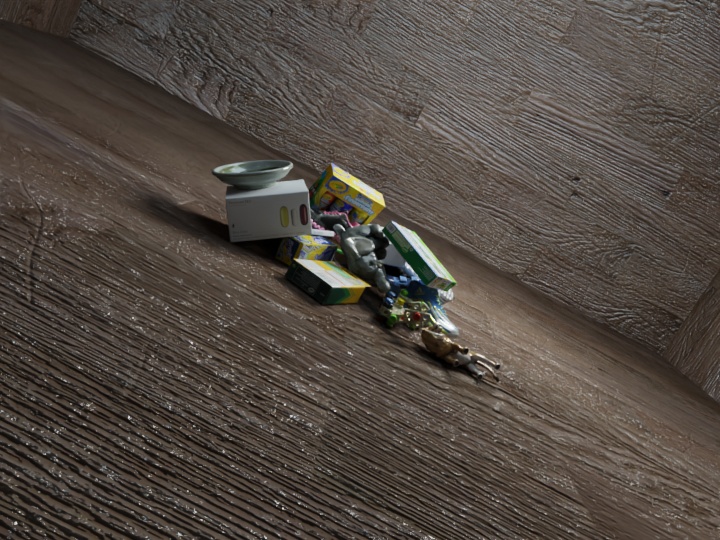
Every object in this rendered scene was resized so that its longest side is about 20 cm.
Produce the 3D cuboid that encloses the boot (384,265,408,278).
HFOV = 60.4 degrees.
[{"bbox_3d":[0.163,0.020,1.969,0.211,0.080,0.158,27,9,16],"label":"boot"}]

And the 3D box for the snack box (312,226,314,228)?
[{"bbox_3d":[-0.214,-0.185,1.994,0.168,0.068,0.200,18,16,-45],"label":"snack box"}]

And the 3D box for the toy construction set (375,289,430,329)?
[{"bbox_3d":[0.112,0.104,1.526,0.131,0.092,0.200,29,2,2],"label":"toy construction set"}]

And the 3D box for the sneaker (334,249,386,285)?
[{"bbox_3d":[0.000,0.000,1.779,0.200,0.073,0.085,29,-26,44],"label":"sneaker"}]

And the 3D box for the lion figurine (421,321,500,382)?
[{"bbox_3d":[0.234,0.200,1.466,0.200,0.073,0.122,38,-6,-29],"label":"lion figurine"}]

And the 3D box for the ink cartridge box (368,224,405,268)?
[{"bbox_3d":[0.067,-0.079,1.884,0.115,0.067,0.200,11,17,-14],"label":"ink cartridge box"}]

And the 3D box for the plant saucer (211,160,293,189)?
[{"bbox_3d":[-0.266,-0.236,1.541,0.199,0.050,0.200,-3,18,1],"label":"plant saucer"}]

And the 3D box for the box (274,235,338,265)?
[{"bbox_3d":[-0.137,-0.050,1.618,0.064,0.070,0.200,29,11,20],"label":"box"}]

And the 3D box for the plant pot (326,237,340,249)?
[{"bbox_3d":[-0.059,-0.100,1.933,0.200,0.027,0.200,34,28,-21],"label":"plant pot"}]

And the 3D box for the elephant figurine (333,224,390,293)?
[{"bbox_3d":[0.001,-0.033,1.614,0.200,0.155,0.142,-69,140,-55],"label":"elephant figurine"}]

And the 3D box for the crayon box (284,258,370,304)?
[{"bbox_3d":[-0.074,0.027,1.493,0.126,0.052,0.200,34,14,24],"label":"crayon box"}]

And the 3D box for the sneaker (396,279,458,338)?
[{"bbox_3d":[0.194,0.096,1.672,0.200,0.105,0.076,33,13,20],"label":"sneaker"}]

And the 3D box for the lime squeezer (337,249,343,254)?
[{"bbox_3d":[-0.129,-0.088,1.831,0.070,0.038,0.200,-8,23,-41],"label":"lime squeezer"}]

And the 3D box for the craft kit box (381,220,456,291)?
[{"bbox_3d":[0.162,-0.036,1.682,0.200,0.049,0.197,53,17,20],"label":"craft kit box"}]

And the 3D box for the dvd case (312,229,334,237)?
[{"bbox_3d":[-0.180,-0.104,1.705,0.142,0.018,0.200,0,1,25],"label":"dvd case"}]

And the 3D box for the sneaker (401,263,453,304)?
[{"bbox_3d":[0.186,0.043,1.891,0.200,0.082,0.075,42,37,-6],"label":"sneaker"}]

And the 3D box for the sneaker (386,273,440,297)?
[{"bbox_3d":[0.144,0.047,1.818,0.199,0.082,0.074,26,15,-7],"label":"sneaker"}]

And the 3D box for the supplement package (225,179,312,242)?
[{"bbox_3d":[-0.229,-0.152,1.542,0.199,0.111,0.156,-7,20,-8],"label":"supplement package"}]

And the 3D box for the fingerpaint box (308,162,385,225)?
[{"bbox_3d":[-0.056,-0.200,1.861,0.200,0.167,0.073,28,31,-30],"label":"fingerpaint box"}]

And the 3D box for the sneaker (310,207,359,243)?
[{"bbox_3d":[-0.083,-0.149,1.817,0.200,0.096,0.079,31,10,-31],"label":"sneaker"}]
